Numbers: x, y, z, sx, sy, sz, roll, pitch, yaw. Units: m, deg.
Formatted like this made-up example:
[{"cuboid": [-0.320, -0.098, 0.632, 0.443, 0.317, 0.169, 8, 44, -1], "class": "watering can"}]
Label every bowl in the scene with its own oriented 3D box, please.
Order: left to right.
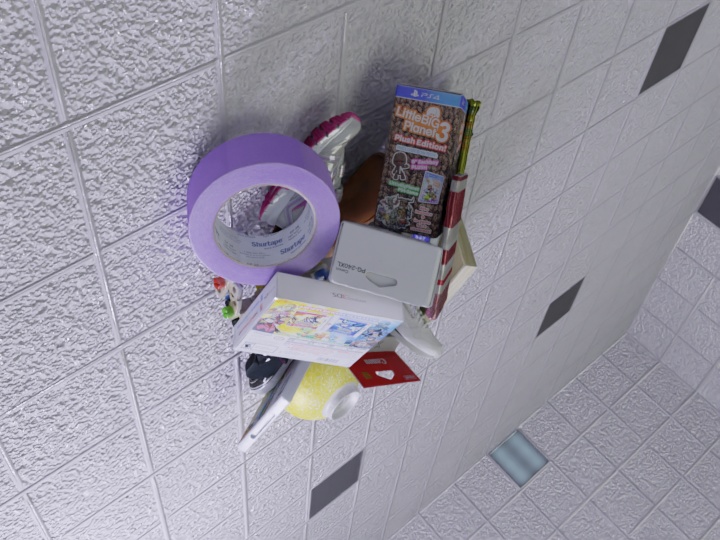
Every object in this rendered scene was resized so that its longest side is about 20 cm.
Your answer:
[{"cuboid": [-0.063, 0.237, 1.632, 0.199, 0.108, 0.202, -35, 152, -22], "class": "bowl"}]

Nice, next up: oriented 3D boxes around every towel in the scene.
[{"cuboid": [0.126, -0.041, 1.181, 0.144, 0.022, 0.205, -38, 137, -76], "class": "towel"}, {"cuboid": [0.161, -0.171, 1.290, 0.086, 0.018, 0.205, -77, 177, -76], "class": "towel"}]

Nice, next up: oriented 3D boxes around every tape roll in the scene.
[{"cuboid": [-0.127, -0.076, 1.054, 0.195, 0.066, 0.203, -8, 133, -8], "class": "tape roll"}]

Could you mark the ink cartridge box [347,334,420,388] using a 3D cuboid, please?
[{"cuboid": [0.019, 0.141, 1.534, 0.198, 0.176, 0.045, 5, 124, -54], "class": "ink cartridge box"}]

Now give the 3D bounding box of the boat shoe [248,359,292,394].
[{"cuboid": [-0.153, 0.138, 1.420, 0.063, 0.071, 0.201, 23, 120, -28], "class": "boat shoe"}]

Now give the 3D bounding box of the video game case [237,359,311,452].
[{"cuboid": [-0.134, 0.202, 1.421, 0.182, 0.023, 0.201, -50, -171, 39], "class": "video game case"}]

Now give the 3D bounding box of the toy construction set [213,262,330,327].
[{"cuboid": [-0.141, 0.033, 1.239, 0.197, 0.094, 0.130, 0, 164, -35], "class": "toy construction set"}]

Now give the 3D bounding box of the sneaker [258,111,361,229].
[{"cuboid": [-0.057, -0.131, 1.136, 0.201, 0.088, 0.082, -50, -162, 18], "class": "sneaker"}]

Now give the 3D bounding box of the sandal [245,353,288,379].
[{"cuboid": [-0.141, 0.138, 1.306, 0.074, 0.049, 0.202, -4, 149, -18], "class": "sandal"}]

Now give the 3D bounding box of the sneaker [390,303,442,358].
[{"cuboid": [0.088, 0.089, 1.560, 0.081, 0.199, 0.076, -51, 177, 10], "class": "sneaker"}]

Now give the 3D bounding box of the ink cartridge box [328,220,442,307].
[{"cuboid": [0.032, -0.015, 1.142, 0.200, 0.142, 0.085, -111, -144, -86], "class": "ink cartridge box"}]

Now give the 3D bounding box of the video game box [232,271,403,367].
[{"cuboid": [-0.065, 0.077, 1.165, 0.196, 0.048, 0.182, 12, 150, -25], "class": "video game box"}]

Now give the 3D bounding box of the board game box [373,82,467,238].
[{"cuboid": [0.092, -0.162, 1.194, 0.159, 0.095, 0.205, -37, 137, -77], "class": "board game box"}]

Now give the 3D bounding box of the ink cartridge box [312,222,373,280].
[{"cuboid": [0.000, 0.000, 1.430, 0.147, 0.083, 0.201, -44, 153, -9], "class": "ink cartridge box"}]

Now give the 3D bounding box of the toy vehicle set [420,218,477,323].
[{"cuboid": [0.151, -0.002, 1.563, 0.026, 0.126, 0.201, 5, 144, -25], "class": "toy vehicle set"}]

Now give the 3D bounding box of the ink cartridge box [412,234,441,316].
[{"cuboid": [0.113, -0.056, 1.405, 0.201, 0.040, 0.203, 96, 13, -54], "class": "ink cartridge box"}]

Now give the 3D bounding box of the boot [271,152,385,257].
[{"cuboid": [-0.046, -0.105, 1.249, 0.201, 0.077, 0.154, -50, 150, 22], "class": "boot"}]
